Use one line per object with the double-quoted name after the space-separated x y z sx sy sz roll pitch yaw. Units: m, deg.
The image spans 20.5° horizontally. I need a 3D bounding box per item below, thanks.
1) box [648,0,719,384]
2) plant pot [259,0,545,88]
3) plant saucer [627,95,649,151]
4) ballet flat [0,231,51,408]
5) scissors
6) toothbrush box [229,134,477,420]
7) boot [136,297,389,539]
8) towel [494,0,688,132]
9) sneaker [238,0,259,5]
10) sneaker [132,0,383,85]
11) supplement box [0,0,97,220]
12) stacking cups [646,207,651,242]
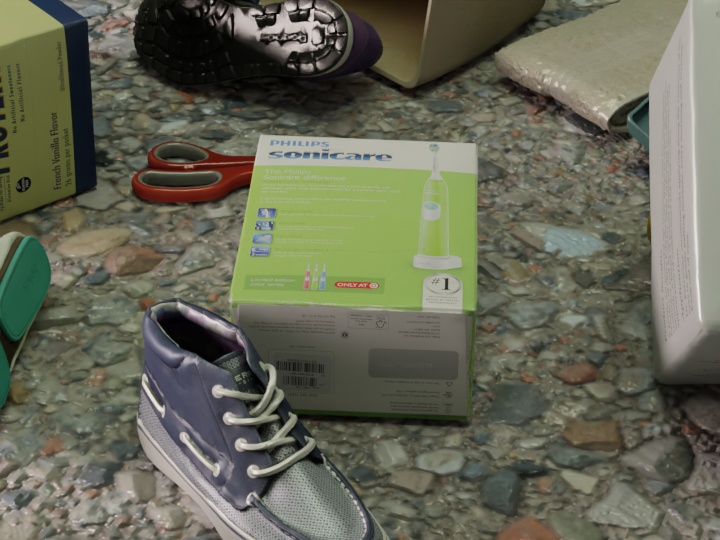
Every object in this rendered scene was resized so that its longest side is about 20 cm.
0.277 -0.042 1.171 0.200 0.171 0.199 1 77 -1 "box"
0.055 -0.280 1.593 0.177 0.200 0.200 -13 34 -42 "plant pot"
0.268 -0.133 1.480 0.070 0.019 0.200 43 52 7 "plant saucer"
-0.240 0.043 1.206 0.069 0.070 0.200 4 30 4 "ballet flat"
-0.061 -0.068 1.416 0.200 0.014 0.073 2 31 -1 "scissors"
0.000 0.000 1.246 0.145 0.086 0.200 2 34 2 "toothbrush box"
-0.059 0.095 1.096 0.073 0.090 0.200 -26 42 -35 "boot"
0.216 -0.166 1.551 0.200 0.035 0.132 -23 39 -33 "towel"
-0.112 -0.254 1.549 0.074 0.200 0.082 8 77 1 "sneaker"
-0.079 -0.173 1.540 0.200 0.076 0.088 9 2 28 "sneaker"
-0.320 -0.124 1.379 0.200 0.134 0.200 -23 40 -32 "supplement box"
0.291 -0.012 1.309 0.200 0.061 0.061 22 39 21 "stacking cups"
